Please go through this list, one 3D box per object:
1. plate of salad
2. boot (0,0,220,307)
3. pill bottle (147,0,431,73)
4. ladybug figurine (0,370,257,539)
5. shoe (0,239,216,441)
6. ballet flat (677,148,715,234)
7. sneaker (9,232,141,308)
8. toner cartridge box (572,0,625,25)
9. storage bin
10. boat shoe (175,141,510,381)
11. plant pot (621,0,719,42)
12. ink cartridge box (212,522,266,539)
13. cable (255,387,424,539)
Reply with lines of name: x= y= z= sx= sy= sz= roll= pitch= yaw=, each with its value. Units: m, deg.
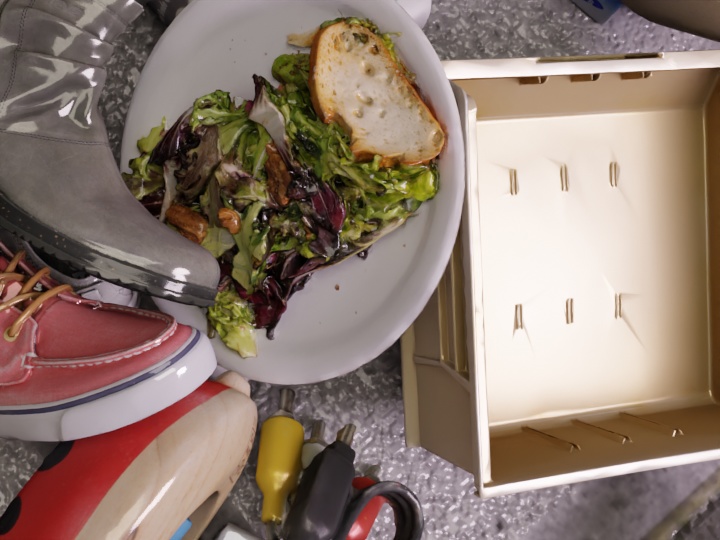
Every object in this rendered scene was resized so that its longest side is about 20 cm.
plate of salad: x=-0.043 y=-0.046 z=0.723 sx=0.198 sy=0.048 sz=0.203 roll=2 pitch=93 yaw=31
boot: x=-0.130 y=-0.077 z=0.700 sx=0.199 sy=0.068 sz=0.132 roll=28 pitch=89 yaw=11
pill bottle: x=-0.066 y=-0.172 z=0.804 sx=0.113 sy=0.113 sz=0.200 roll=-42 pitch=87 yaw=-14
ladybug figurine: x=-0.125 y=0.125 z=0.727 sx=0.072 sy=0.136 sz=0.201 roll=36 pitch=77 yaw=8
shoe: x=-0.163 y=0.024 z=0.715 sx=0.071 sy=0.198 sz=0.092 roll=-45 pitch=121 yaw=-50
ballet flat: x=0.135 y=-0.065 z=0.847 sx=0.198 sy=0.046 sz=0.068 roll=20 pitch=77 yaw=-4
sneaker: x=-0.162 y=-0.066 z=0.784 sx=0.074 sy=0.082 sz=0.201 roll=-25 pitch=84 yaw=-12
toner cartridge box: x=0.096 y=-0.244 z=0.878 sx=0.200 sy=0.043 sz=0.095 roll=41 pitch=78 yaw=1
storage bin: x=0.125 y=-0.008 z=0.766 sx=0.198 sy=0.094 sz=0.201 roll=-5 pitch=97 yaw=-21
boat shoe: x=0.000 y=0.000 z=0.803 sx=0.199 sy=0.072 sz=0.066 roll=-29 pitch=88 yaw=-12
plant pot: x=0.243 y=-0.179 z=0.758 sx=0.186 sy=0.200 sz=0.189 roll=-13 pitch=122 yaw=-22
ink cartridge box: x=-0.040 y=0.252 z=0.759 sx=0.161 sy=0.057 sz=0.201 roll=26 pitch=72 yaw=-3
cable: x=-0.031 y=0.149 z=0.739 sx=0.097 sy=0.050 sz=0.201 roll=39 pitch=46 yaw=-14
